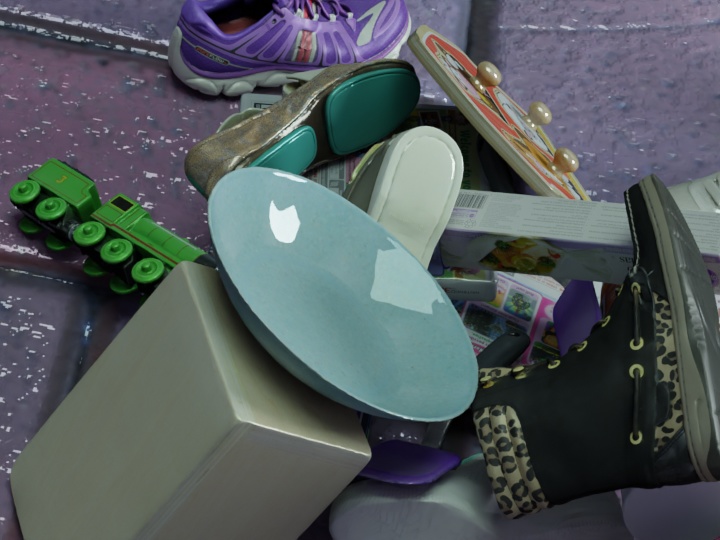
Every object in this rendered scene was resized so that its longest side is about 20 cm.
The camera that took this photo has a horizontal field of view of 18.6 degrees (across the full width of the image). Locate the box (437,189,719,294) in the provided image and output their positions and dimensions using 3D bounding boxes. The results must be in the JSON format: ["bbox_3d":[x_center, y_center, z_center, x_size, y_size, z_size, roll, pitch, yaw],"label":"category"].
[{"bbox_3d":[0.146,-0.019,1.424,0.199,0.039,0.042,6,48,25],"label":"box"}]

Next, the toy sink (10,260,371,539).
[{"bbox_3d":[-0.103,0.117,1.326,0.112,0.200,0.131,19,33,-38],"label":"toy sink"}]

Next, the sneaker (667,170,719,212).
[{"bbox_3d":[0.294,-0.058,1.629,0.199,0.081,0.077,-13,51,-23],"label":"sneaker"}]

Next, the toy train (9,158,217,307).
[{"bbox_3d":[-0.161,-0.020,1.486,0.200,0.042,0.056,30,57,35],"label":"toy train"}]

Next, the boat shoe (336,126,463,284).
[{"bbox_3d":[0.003,0.001,1.427,0.072,0.060,0.202,29,80,-21],"label":"boat shoe"}]

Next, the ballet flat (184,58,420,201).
[{"bbox_3d":[-0.044,-0.105,1.528,0.067,0.068,0.200,27,42,35],"label":"ballet flat"}]

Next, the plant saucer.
[{"bbox_3d":[-0.018,0.023,1.314,0.201,0.039,0.201,31,29,-20],"label":"plant saucer"}]

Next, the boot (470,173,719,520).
[{"bbox_3d":[0.142,0.050,1.333,0.150,0.073,0.201,-19,64,21],"label":"boot"}]

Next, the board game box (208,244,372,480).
[{"bbox_3d":[-0.048,0.041,1.483,0.135,0.035,0.201,14,44,0],"label":"board game box"}]

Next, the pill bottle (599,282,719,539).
[{"bbox_3d":[0.209,0.079,1.409,0.112,0.113,0.201,9,44,-3],"label":"pill bottle"}]

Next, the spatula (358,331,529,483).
[{"bbox_3d":[0.059,0.086,1.385,0.056,0.021,0.200,11,33,28],"label":"spatula"}]

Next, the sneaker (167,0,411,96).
[{"bbox_3d":[-0.048,-0.187,1.678,0.199,0.084,0.081,-14,50,-26],"label":"sneaker"}]

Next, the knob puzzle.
[{"bbox_3d":[0.106,-0.113,1.568,0.220,0.030,0.220,45,13,-13],"label":"knob puzzle"}]

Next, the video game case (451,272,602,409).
[{"bbox_3d":[0.124,0.041,1.509,0.199,0.024,0.182,24,42,0],"label":"video game case"}]

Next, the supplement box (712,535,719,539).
[{"bbox_3d":[0.258,0.226,1.321,0.199,0.104,0.131,-22,53,-31],"label":"supplement box"}]

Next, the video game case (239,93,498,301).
[{"bbox_3d":[0.002,-0.053,1.538,0.181,0.022,0.200,3,40,-2],"label":"video game case"}]

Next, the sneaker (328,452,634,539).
[{"bbox_3d":[0.069,0.147,1.388,0.199,0.075,0.089,6,38,-20],"label":"sneaker"}]

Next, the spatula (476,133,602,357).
[{"bbox_3d":[0.119,-0.019,1.498,0.020,0.057,0.201,-4,54,-32],"label":"spatula"}]
